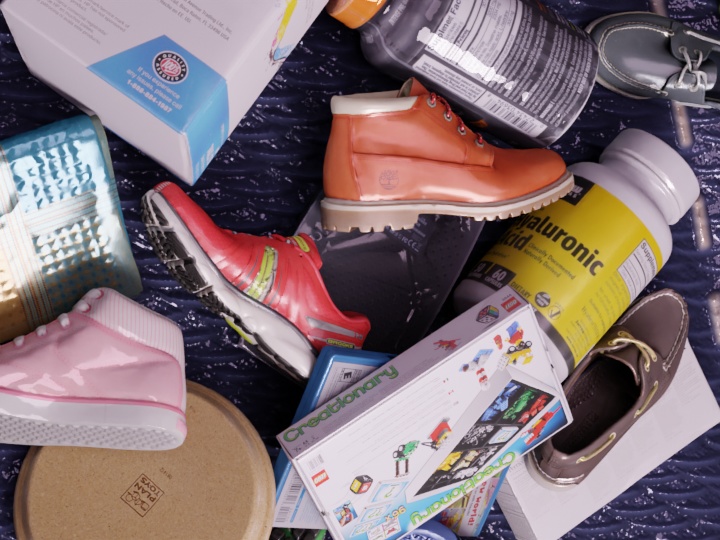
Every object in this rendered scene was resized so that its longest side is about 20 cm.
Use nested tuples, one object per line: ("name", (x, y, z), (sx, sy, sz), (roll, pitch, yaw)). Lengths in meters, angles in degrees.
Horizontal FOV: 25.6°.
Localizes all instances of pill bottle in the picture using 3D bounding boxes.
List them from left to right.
("pill bottle", (0.073, -0.178, 1.191), (0.200, 0.106, 0.107), (27, 83, -23))
("pill bottle", (0.174, -0.014, 1.247), (0.200, 0.111, 0.111), (-47, 110, -14))

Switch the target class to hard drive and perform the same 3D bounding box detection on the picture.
("hard drive", (0.000, 0.000, 1.207), (0.135, 0.042, 0.200), (34, 81, -22))

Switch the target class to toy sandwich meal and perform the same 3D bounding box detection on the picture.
("toy sandwich meal", (-0.151, 0.175, 1.129), (0.204, 0.070, 0.206), (0, 67, 0))

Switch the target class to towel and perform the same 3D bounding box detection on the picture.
("towel", (-0.256, -0.015, 1.083), (0.199, 0.022, 0.147), (-20, 121, -20))

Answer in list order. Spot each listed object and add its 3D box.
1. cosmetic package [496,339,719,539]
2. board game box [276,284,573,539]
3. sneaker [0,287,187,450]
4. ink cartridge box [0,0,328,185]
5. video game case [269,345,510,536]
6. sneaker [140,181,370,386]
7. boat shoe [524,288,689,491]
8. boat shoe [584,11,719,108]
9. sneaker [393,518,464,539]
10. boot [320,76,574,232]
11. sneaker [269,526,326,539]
("cosmetic package", (0.197, 0.137, 1.302), (0.200, 0.051, 0.083), (-31, 105, -19))
("board game box", (0.050, 0.113, 1.135), (0.200, 0.035, 0.126), (-32, 129, -10))
("sneaker", (-0.216, 0.064, 1.099), (0.199, 0.075, 0.105), (5, 68, -4))
("ink cartridge box", (-0.114, -0.191, 1.061), (0.147, 0.146, 0.200), (35, 79, 3))
("video game case", (0.033, 0.130, 1.171), (0.199, 0.018, 0.144), (9, 112, -34))
("sneaker", (-0.073, -0.001, 1.128), (0.200, 0.077, 0.085), (45, 75, -22))
("boat shoe", (0.202, 0.086, 1.247), (0.072, 0.060, 0.200), (38, 67, 12))
("boat shoe", (0.275, -0.170, 1.305), (0.199, 0.062, 0.073), (11, 90, -24))
("sneaker", (0.078, 0.247, 1.233), (0.070, 0.078, 0.200), (-29, 120, 12))
("boot", (0.067, -0.089, 1.163), (0.199, 0.075, 0.108), (-5, 98, -22))
("sneaker", (-0.091, 0.247, 1.183), (0.200, 0.078, 0.085), (-52, 148, -19))
